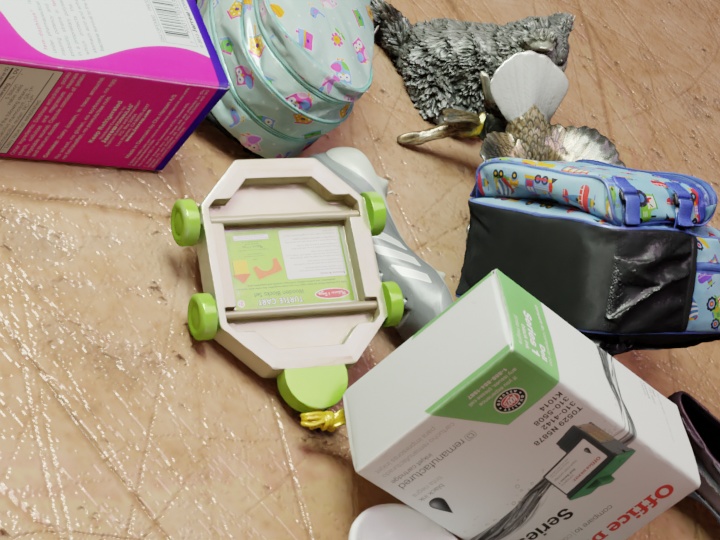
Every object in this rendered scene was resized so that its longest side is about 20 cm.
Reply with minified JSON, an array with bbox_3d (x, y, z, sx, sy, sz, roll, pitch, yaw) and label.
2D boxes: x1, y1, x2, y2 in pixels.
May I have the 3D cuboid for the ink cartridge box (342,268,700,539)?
[{"bbox_3d":[0.110,0.113,1.207,0.200,0.146,0.084,35,27,-30],"label":"ink cartridge box"}]

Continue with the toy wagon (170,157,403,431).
[{"bbox_3d":[-0.047,0.018,1.250,0.155,0.040,0.201,-3,73,-25],"label":"toy wagon"}]

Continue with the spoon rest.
[{"bbox_3d":[0.060,0.235,1.150,0.099,0.061,0.200,-9,61,-47],"label":"spoon rest"}]

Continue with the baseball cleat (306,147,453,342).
[{"bbox_3d":[0.000,0.000,1.335,0.106,0.070,0.200,-15,62,-31],"label":"baseball cleat"}]

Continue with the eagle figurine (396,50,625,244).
[{"bbox_3d":[0.143,-0.061,1.465,0.151,0.152,0.200,33,27,-48],"label":"eagle figurine"}]

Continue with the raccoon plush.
[{"bbox_3d":[0.087,-0.205,1.541,0.200,0.134,0.097,33,39,-14],"label":"raccoon plush"}]

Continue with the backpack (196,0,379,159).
[{"bbox_3d":[-0.064,-0.185,1.393,0.167,0.127,0.200,27,43,-26],"label":"backpack"}]

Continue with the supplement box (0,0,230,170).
[{"bbox_3d":[-0.209,-0.144,1.238,0.200,0.103,0.101,4,52,-42],"label":"supplement box"}]

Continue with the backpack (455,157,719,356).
[{"bbox_3d":[0.195,-0.010,1.329,0.199,0.135,0.182,1,9,-36],"label":"backpack"}]

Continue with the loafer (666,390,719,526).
[{"bbox_3d":[0.308,0.172,1.404,0.200,0.063,0.072,36,31,13],"label":"loafer"}]
